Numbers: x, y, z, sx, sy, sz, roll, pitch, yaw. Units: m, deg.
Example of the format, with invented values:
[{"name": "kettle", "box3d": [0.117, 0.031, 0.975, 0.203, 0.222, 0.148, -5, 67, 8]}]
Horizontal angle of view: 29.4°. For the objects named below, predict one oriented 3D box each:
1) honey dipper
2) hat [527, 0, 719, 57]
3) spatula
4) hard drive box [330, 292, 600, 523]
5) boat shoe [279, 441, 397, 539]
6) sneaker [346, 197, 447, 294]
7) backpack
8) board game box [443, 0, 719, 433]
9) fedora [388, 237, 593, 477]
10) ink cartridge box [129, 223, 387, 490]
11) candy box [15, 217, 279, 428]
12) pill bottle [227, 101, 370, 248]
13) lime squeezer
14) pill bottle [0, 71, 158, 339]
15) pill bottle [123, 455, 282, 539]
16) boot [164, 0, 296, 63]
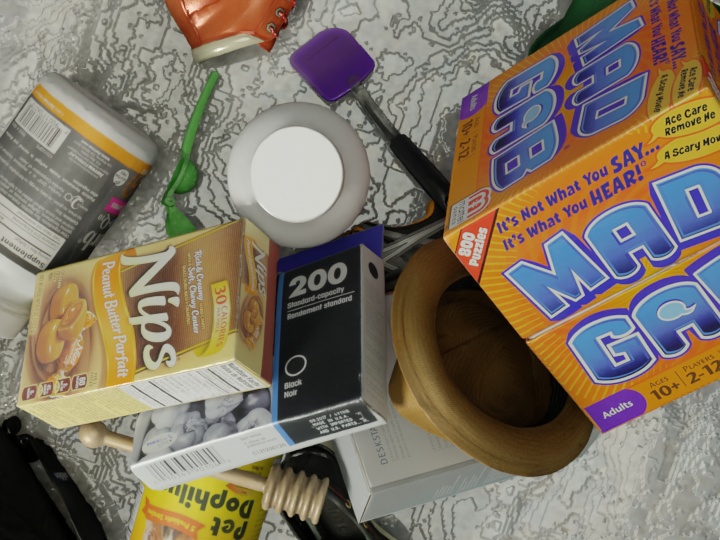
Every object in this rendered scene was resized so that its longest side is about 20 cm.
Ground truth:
[{"name": "honey dipper", "box3d": [-0.123, 0.152, 1.068, 0.198, 0.038, 0.038, 17, 93, 1]}, {"name": "hat", "box3d": [0.214, -0.249, 1.061, 0.199, 0.166, 0.177, -29, 131, -16]}, {"name": "spatula", "box3d": [0.020, -0.123, 1.149, 0.056, 0.021, 0.200, -39, 82, -5]}, {"name": "hard drive box", "box3d": [0.071, 0.093, 1.098, 0.198, 0.077, 0.157, -13, 65, -14]}, {"name": "boat shoe", "box3d": [-0.008, 0.235, 1.144, 0.073, 0.063, 0.202, -19, 113, 27]}, {"name": "sneaker", "box3d": [0.000, 0.000, 1.153, 0.198, 0.078, 0.078, -18, 86, -6]}, {"name": "backpack", "box3d": [-0.293, 0.243, 1.130, 0.126, 0.167, 0.201, -33, 96, 21]}, {"name": "board game box", "box3d": [0.201, -0.052, 0.972, 0.199, 0.200, 0.200, -30, 115, 26]}, {"name": "fedora", "box3d": [0.083, 0.072, 1.003, 0.201, 0.201, 0.082, 51, 130, -3]}, {"name": "ink cartridge box", "box3d": [-0.075, 0.053, 1.049, 0.197, 0.201, 0.043, -19, 133, 19]}, {"name": "candy box", "box3d": [-0.159, 0.042, 1.030, 0.198, 0.055, 0.116, -14, 59, 26]}, {"name": "pill bottle", "box3d": [-0.047, -0.075, 1.081, 0.110, 0.200, 0.112, 0, 93, -1]}, {"name": "lime squeezer", "box3d": [-0.135, -0.065, 1.162, 0.070, 0.038, 0.202, -10, 92, 0]}, {"name": "pill bottle", "box3d": [-0.265, -0.052, 1.123, 0.116, 0.116, 0.201, 36, 93, -2]}, {"name": "pill bottle", "box3d": [-0.134, 0.200, 1.140, 0.108, 0.109, 0.202, 16, 93, -1]}, {"name": "boot", "box3d": [-0.067, -0.242, 1.141, 0.198, 0.075, 0.108, -18, 96, 9]}]
